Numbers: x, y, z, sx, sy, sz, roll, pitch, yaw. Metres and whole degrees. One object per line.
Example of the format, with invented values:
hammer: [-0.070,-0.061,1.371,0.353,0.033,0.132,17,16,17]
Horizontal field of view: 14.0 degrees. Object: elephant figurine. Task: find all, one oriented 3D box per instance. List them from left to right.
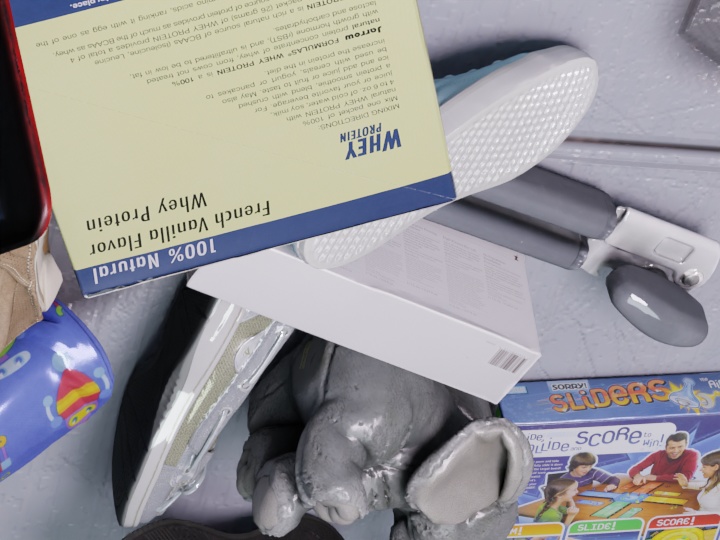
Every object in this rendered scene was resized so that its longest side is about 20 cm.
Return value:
elephant figurine: [0.039,0.114,1.694,0.199,0.142,0.155,22,140,-24]

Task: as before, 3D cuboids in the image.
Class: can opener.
can opener: [0.121,-0.018,1.634,0.199,0.067,0.053,22,126,-26]

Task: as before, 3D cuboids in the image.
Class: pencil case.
pencil case: [-0.229,0.084,1.580,0.200,0.087,0.078,-35,154,-22]

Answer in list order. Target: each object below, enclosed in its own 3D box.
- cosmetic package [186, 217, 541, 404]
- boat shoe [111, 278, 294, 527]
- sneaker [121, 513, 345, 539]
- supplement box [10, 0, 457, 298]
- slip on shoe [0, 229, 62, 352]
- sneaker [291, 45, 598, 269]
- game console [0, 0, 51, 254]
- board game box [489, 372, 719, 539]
cosmetic package: [0.000,0.000,1.589,0.199,0.083,0.051,22,130,-24]
boat shoe: [-0.089,0.070,1.656,0.064,0.075,0.203,14,122,-21]
sneaker: [-0.104,0.205,1.755,0.199,0.084,0.121,2,139,-50]
supplement box: [-0.073,-0.123,1.424,0.199,0.135,0.200,-15,136,0]
slip on shoe: [-0.197,-0.014,1.453,0.076,0.061,0.200,30,162,12]
sneaker: [0.031,-0.080,1.545,0.199,0.082,0.074,-27,146,-22]
game console: [-0.241,-0.081,1.244,0.172,0.119,0.199,29,149,-35]
board game box: [0.169,0.123,1.800,0.198,0.035,0.136,-2,134,-14]
